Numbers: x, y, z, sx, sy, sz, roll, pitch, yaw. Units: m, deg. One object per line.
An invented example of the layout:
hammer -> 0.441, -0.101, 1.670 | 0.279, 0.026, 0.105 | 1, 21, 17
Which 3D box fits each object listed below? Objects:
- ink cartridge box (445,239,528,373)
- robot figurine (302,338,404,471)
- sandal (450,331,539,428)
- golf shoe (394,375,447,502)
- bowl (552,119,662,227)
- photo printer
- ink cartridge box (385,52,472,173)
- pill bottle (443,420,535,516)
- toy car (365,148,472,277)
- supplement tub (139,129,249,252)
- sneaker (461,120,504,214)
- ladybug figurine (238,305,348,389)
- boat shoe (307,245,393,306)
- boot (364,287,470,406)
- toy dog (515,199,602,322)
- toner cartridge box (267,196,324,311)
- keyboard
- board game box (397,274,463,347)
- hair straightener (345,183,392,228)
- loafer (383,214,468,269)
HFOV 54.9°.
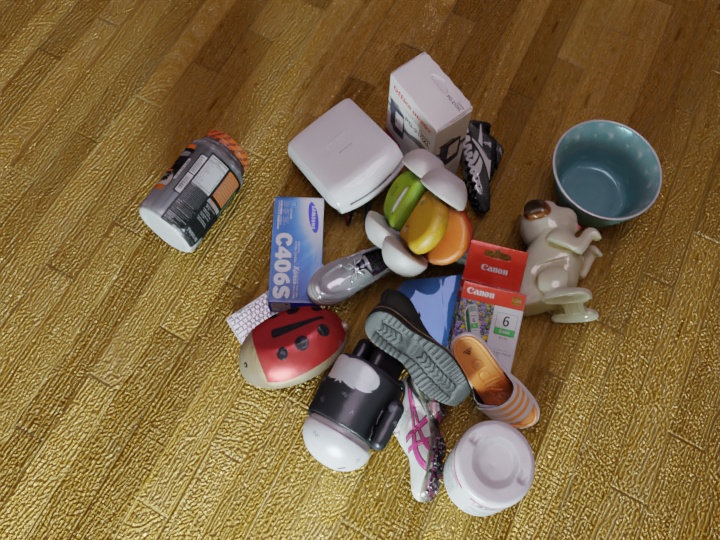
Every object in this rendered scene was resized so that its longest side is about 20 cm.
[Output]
ink cartridge box -> 0.210, 0.061, 1.135 | 0.106, 0.050, 0.206 | 12, 93, 0
robot figurine -> -0.008, 0.215, 1.097 | 0.123, 0.150, 0.203 | 31, 73, -3
sandal -> 0.208, 0.191, 1.095 | 0.078, 0.060, 0.207 | -34, 109, 23
golf shoe -> 0.091, 0.267, 1.113 | 0.089, 0.073, 0.205 | -5, 59, 19
bowl -> 0.436, -0.160, 1.273 | 0.194, 0.106, 0.206 | 1, 66, -1
photo printer -> -0.023, -0.207, 1.272 | 0.165, 0.070, 0.201 | -37, 56, -5
ink cartridge box -> 0.119, -0.265, 1.260 | 0.083, 0.201, 0.146 | -32, 70, -14
pill bottle -> 0.181, 0.298, 1.023 | 0.110, 0.201, 0.117 | 0, 66, -1
toy car -> 0.112, -0.084, 1.142 | 0.177, 0.148, 0.201 | -57, 32, 16
supplement tub -> -0.293, -0.146, 1.246 | 0.121, 0.123, 0.202 | 29, 69, 11
sneaker -> 0.233, -0.204, 1.309 | 0.088, 0.067, 0.205 | -8, 65, -2
ladybug figurine -> -0.114, 0.118, 1.148 | 0.195, 0.073, 0.137 | -22, 49, -4
boat shoe -> 0.000, 0.000, 1.191 | 0.196, 0.069, 0.074 | -18, 76, -29
boot -> 0.101, 0.111, 1.117 | 0.077, 0.139, 0.200 | -42, 96, 20
toy dog -> 0.331, -0.022, 1.213 | 0.190, 0.139, 0.206 | -9, 63, 32
toner cartridge box -> -0.112, -0.030, 1.231 | 0.092, 0.043, 0.206 | 1, 67, -3
keyboard -> -0.140, 0.054, 1.225 | 0.198, 0.011, 0.057 | -34, 72, -14
board game box -> 0.146, 0.094, 1.198 | 0.194, 0.039, 0.163 | -6, 77, -3
hair straightener -> 0.024, -0.170, 1.313 | 0.075, 0.041, 0.205 | 9, 63, 3
loafer -> 0.130, -0.063, 1.246 | 0.196, 0.070, 0.071 | 26, 77, 10
